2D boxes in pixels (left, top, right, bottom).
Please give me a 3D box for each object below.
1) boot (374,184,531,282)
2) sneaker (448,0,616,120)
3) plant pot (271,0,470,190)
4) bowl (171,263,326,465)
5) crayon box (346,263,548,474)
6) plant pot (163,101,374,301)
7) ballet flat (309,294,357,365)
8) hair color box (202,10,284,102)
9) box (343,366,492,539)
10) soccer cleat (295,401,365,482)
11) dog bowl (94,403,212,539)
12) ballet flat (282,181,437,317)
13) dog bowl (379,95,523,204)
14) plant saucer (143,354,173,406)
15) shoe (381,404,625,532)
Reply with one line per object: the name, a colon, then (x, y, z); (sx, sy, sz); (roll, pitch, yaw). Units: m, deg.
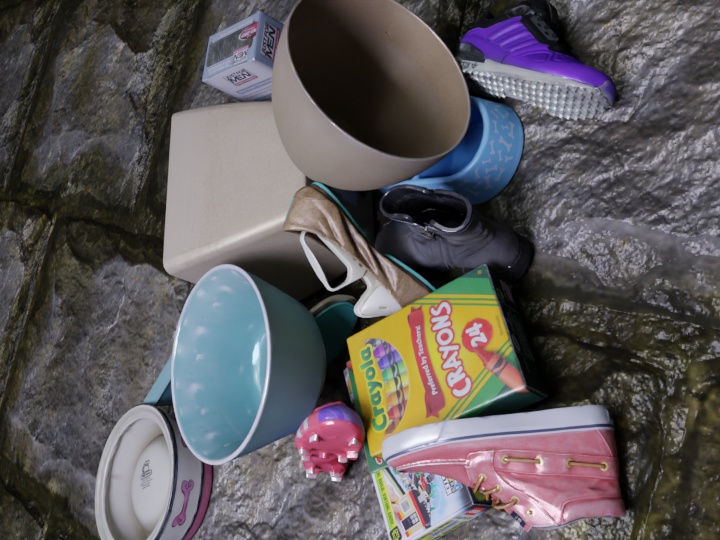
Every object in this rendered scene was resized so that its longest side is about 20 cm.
boot: (0.061, -0.046, 0.822); (0.199, 0.131, 0.071); (2, 70, 46)
sneaker: (0.173, -0.217, 0.814); (0.199, 0.069, 0.100); (29, 90, 45)
plant pot: (-0.009, -0.159, 0.828); (0.134, 0.198, 0.203); (-43, 47, 50)
bowl: (-0.109, 0.100, 0.880); (0.200, 0.104, 0.204); (-12, 75, 50)
crayon box: (0.063, 0.098, 0.786); (0.199, 0.051, 0.128); (-31, 55, 25)
plant pot: (-0.092, -0.085, 0.969); (0.175, 0.199, 0.202); (-15, 66, 32)
ballet flat: (-0.072, 0.100, 0.970); (0.201, 0.067, 0.062); (-57, 31, 15)
hair color box: (-0.075, -0.221, 0.979); (0.098, 0.199, 0.061); (-7, 71, 44)
box: (0.052, 0.163, 0.835); (0.110, 0.034, 0.202); (-40, 51, 30)
soccer cleat: (-0.031, 0.159, 0.840); (0.201, 0.066, 0.077); (99, 175, -64)
dog bowl: (-0.274, 0.284, 1.112); (0.199, 0.073, 0.203); (-19, 64, 43)
ballet flat: (0.000, 0.000, 0.838); (0.073, 0.200, 0.068); (-50, 11, -14)
dog bowl: (0.080, -0.130, 0.896); (0.199, 0.049, 0.113); (1, 78, 47)
plant saucer: (-0.219, 0.106, 1.121); (0.019, 0.070, 0.201); (43, 109, 28)
shoe: (0.117, 0.172, 0.693); (0.197, 0.072, 0.092); (-9, 69, 10)
